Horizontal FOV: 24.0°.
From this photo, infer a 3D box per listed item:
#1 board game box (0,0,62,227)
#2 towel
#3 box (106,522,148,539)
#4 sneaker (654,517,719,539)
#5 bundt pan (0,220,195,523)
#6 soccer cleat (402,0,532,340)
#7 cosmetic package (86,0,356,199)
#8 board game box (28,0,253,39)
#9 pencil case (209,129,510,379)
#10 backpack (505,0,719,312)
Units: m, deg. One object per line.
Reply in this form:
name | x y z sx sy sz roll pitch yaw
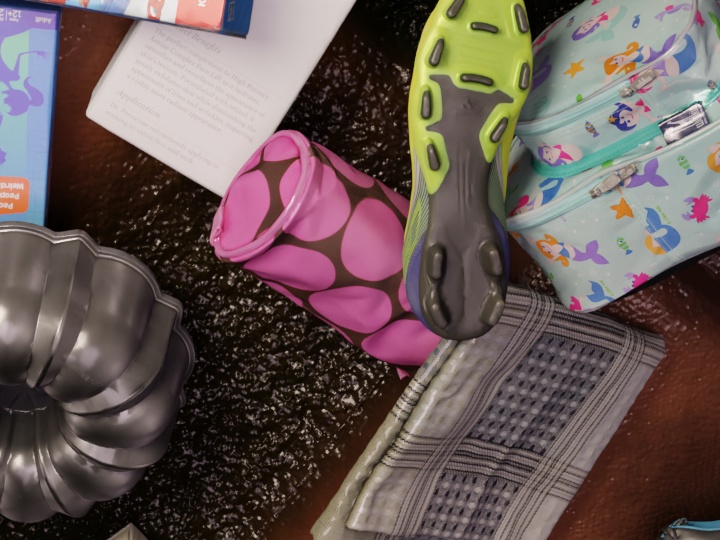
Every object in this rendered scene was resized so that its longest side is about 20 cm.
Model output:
board game box | -0.257 -0.064 0.989 0.152 0.045 0.200 4 107 -7
towel | 0.084 0.106 1.029 0.193 0.035 0.200 19 110 -49
box | -0.120 0.272 1.085 0.095 0.078 0.200 -38 106 7
sneaker | 0.205 0.209 1.115 0.200 0.073 0.082 -29 91 -3
bundt pan | -0.197 0.072 0.984 0.202 0.076 0.202 -2 129 -3
soccer cleat | 0.051 -0.062 0.907 0.065 0.084 0.200 0 103 -11
cosmetic package | -0.066 -0.152 0.970 0.102 0.074 0.200 31 99 -14
board game box | -0.144 -0.238 0.900 0.196 0.056 0.200 10 97 10
pencil case | 0.000 0.000 0.981 0.094 0.091 0.200 -24 137 33
backpack | 0.162 -0.077 0.955 0.151 0.178 0.200 42 124 -15
